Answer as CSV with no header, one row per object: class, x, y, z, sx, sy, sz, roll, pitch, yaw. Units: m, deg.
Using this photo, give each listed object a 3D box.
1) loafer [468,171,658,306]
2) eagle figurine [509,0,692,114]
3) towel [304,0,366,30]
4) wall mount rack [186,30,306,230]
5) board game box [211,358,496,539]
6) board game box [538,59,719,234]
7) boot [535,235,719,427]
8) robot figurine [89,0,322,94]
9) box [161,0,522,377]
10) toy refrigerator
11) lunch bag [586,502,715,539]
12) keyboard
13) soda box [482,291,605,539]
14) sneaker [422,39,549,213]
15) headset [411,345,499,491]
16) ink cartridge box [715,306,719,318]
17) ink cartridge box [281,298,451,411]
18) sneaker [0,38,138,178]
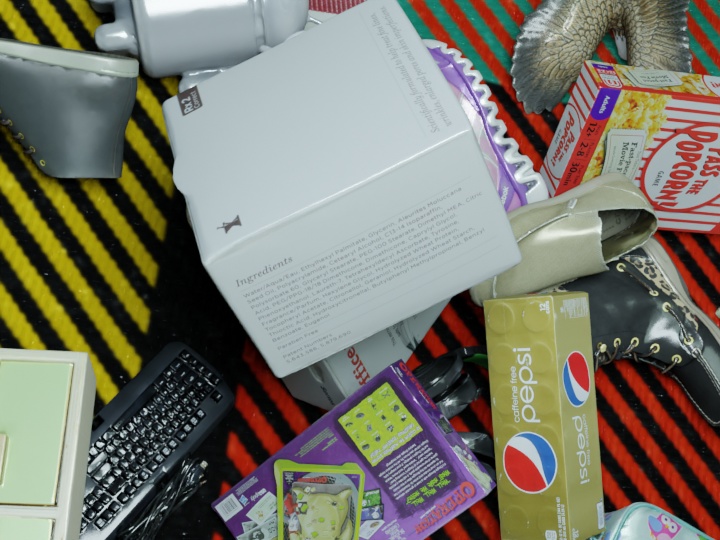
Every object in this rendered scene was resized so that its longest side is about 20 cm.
loafer,0.180,-0.025,1.178,0.200,0.068,0.076,-31,125,-23
eagle figurine,0.250,-0.239,1.311,0.151,0.152,0.200,41,55,-24
towel,-0.041,-0.236,1.262,0.144,0.023,0.200,5,69,-18
wall mount rack,-0.051,-0.094,1.153,0.174,0.075,0.200,34,86,-47
board game box,-0.009,0.171,1.032,0.120,0.200,0.032,55,24,9
board game box,0.276,-0.110,1.253,0.200,0.152,0.046,3,40,-18
boot,0.243,0.070,1.215,0.150,0.073,0.200,-20,74,-26
robot figurine,-0.131,-0.229,1.161,0.200,0.113,0.170,-9,96,-7
box,-0.018,-0.065,0.976,0.200,0.131,0.199,-26,42,3
toy refrigerator,-0.244,0.161,0.993,0.076,0.070,0.200,3,65,-3
lunch bag,0.235,0.299,1.122,0.160,0.077,0.200,29,63,-6
keyboard,-0.170,0.148,1.056,0.104,0.040,0.200,41,63,0
soda box,0.150,0.119,1.106,0.064,0.068,0.200,-2,88,-53
sneaker,0.085,-0.116,1.232,0.088,0.080,0.200,-29,83,-19
headset,0.080,0.129,1.117,0.200,0.094,0.124,-13,81,-37
ink cartridge box,0.426,-0.025,1.246,0.048,0.200,0.146,46,62,5
ink cartridge box,0.000,0.000,1.109,0.200,0.083,0.147,-53,136,-27
sneaker,-0.286,-0.134,1.107,0.200,0.075,0.106,9,99,4
